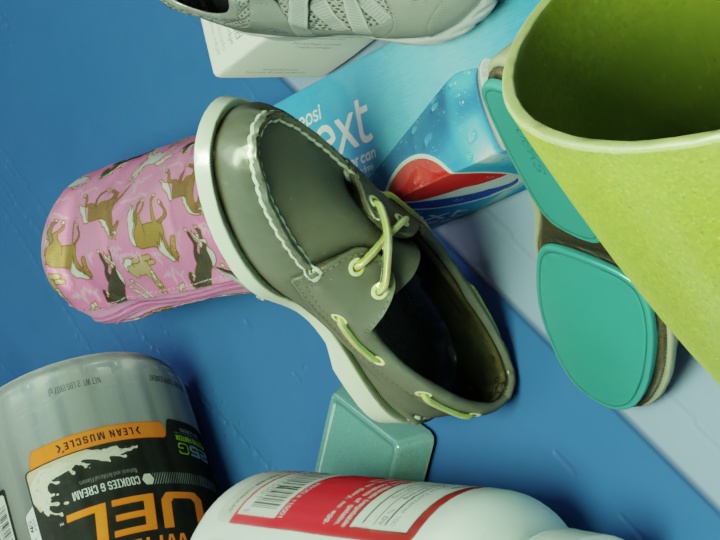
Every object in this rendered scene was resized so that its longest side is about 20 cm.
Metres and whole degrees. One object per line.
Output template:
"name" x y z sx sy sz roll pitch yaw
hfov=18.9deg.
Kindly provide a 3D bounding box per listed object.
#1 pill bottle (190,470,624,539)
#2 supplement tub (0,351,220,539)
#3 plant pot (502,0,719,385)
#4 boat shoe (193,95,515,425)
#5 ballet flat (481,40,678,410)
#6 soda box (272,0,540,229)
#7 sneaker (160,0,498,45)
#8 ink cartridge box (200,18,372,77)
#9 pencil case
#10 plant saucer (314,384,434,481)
"pill bottle" 0.024 0.145 0.910 0.200 0.112 0.113 0 92 46
"supplement tub" -0.123 0.153 1.107 0.123 0.122 0.200 -47 54 44
"plant pot" 0.168 -0.010 0.651 0.187 0.187 0.200 9 135 53
"boat shoe" 0.001 -0.003 0.898 0.060 0.202 0.072 1 56 34
"ballet flat" 0.098 -0.024 0.823 0.070 0.069 0.200 52 168 39
"soda box" 0.045 -0.067 0.921 0.200 0.064 0.068 -23 73 53
"sneaker" -0.016 -0.123 0.876 0.200 0.082 0.075 -9 87 52
"ink cartridge box" -0.001 -0.178 0.975 0.200 0.067 0.116 -32 67 49
"pencil case" -0.082 -0.023 1.083 0.200 0.086 0.083 -10 114 54
"plant saucer" -0.011 0.155 1.046 0.070 0.019 0.201 35 120 48
